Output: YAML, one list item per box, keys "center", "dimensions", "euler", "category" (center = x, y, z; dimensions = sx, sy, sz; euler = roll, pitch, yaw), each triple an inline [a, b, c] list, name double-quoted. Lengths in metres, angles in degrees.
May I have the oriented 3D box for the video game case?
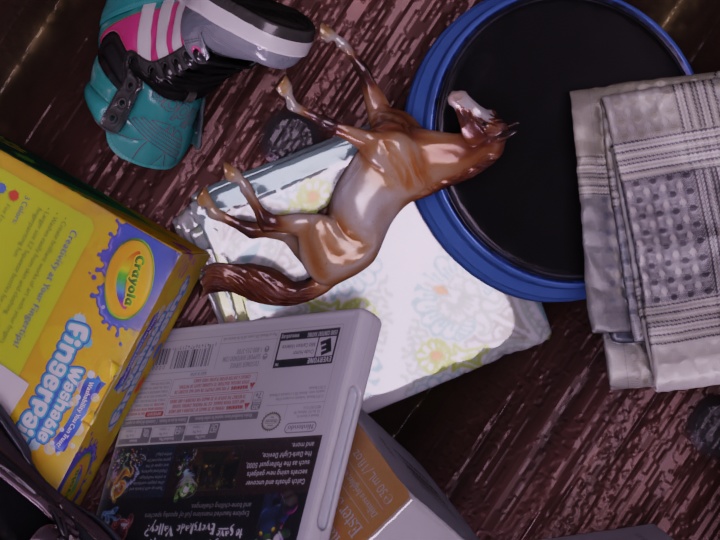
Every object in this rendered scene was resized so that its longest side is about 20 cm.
- center: [-0.082, 0.116, 1.459]
  dimensions: [0.023, 0.199, 0.183]
  euler: [31, 64, -39]
  category: "video game case"

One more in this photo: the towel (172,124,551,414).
- center: [0.000, 0.000, 1.542]
  dimensions: [0.199, 0.048, 0.172]
  euler: [-22, 94, 0]
  category: "towel"

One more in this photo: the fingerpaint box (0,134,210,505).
- center: [-0.215, 0.037, 1.507]
  dimensions: [0.166, 0.073, 0.201]
  euler: [28, 96, 10]
  category: "fingerpaint box"

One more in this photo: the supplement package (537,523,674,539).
- center: [0.153, 0.270, 1.514]
  dimensions: [0.109, 0.114, 0.201]
  euler: [-8, 91, -2]
  category: "supplement package"

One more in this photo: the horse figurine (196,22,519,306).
- center: [-0.014, -0.050, 1.469]
  dimensions: [0.132, 0.050, 0.200]
  euler: [35, 102, -7]
  category: "horse figurine"

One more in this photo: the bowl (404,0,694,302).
- center: [0.126, -0.081, 1.518]
  dimensions: [0.200, 0.039, 0.202]
  euler: [1, 85, -15]
  category: "bowl"

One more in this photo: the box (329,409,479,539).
- center: [-0.035, 0.195, 1.474]
  dimensions: [0.200, 0.152, 0.106]
  euler: [-45, 124, 2]
  category: "box"

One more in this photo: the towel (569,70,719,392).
- center: [0.229, -0.030, 1.461]
  dimensions: [0.199, 0.035, 0.194]
  euler: [-8, 82, 8]
  category: "towel"

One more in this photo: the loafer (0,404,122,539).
- center: [-0.202, 0.153, 1.432]
  dimensions: [0.072, 0.063, 0.200]
  euler: [-44, 80, 19]
  category: "loafer"

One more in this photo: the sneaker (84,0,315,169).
- center: [-0.106, -0.117, 1.479]
  dimensions: [0.083, 0.200, 0.121]
  euler: [11, 99, -34]
  category: "sneaker"
